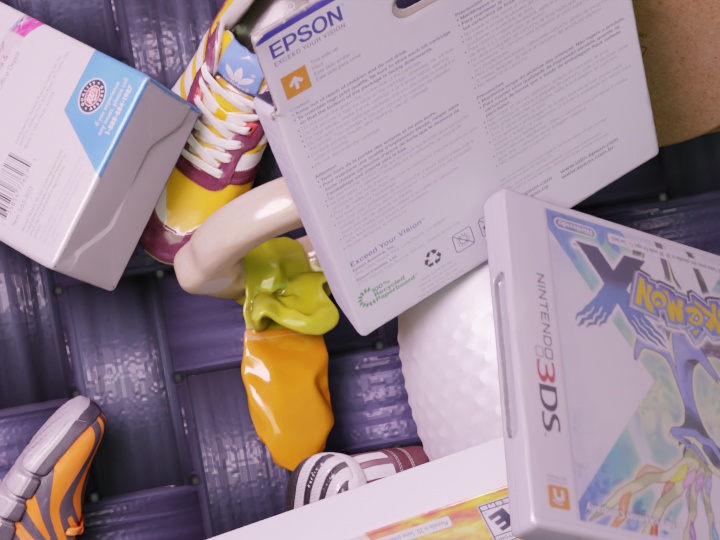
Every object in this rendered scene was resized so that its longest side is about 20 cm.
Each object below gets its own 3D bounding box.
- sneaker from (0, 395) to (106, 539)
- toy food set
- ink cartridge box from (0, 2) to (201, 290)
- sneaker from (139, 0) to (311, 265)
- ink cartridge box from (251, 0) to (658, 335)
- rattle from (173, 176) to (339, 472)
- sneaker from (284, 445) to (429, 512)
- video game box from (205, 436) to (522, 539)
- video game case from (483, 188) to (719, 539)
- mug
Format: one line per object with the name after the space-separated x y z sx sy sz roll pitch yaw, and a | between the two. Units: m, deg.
-0.177 0.177 0.939 0.111 0.078 0.201 31 101 -6 | sneaker
0.147 -0.137 0.890 0.198 0.199 0.049 5 58 6 | toy food set
-0.203 -0.086 0.906 0.199 0.068 0.116 28 91 25 | ink cartridge box
-0.078 -0.097 0.920 0.074 0.090 0.201 24 90 -2 | sneaker
0.048 -0.091 0.795 0.199 0.041 0.201 -31 134 -12 | ink cartridge box
0.000 0.000 0.871 0.199 0.130 0.144 -27 55 26 | rattle
0.010 0.192 0.943 0.115 0.076 0.202 -11 122 -38 | sneaker
0.026 0.195 0.840 0.199 0.047 0.183 -21 119 16 | video game box
0.154 0.062 0.809 0.199 0.022 0.184 15 55 -27 | video game case
0.118 0.057 0.915 0.199 0.147 0.177 -27 92 -32 | mug
